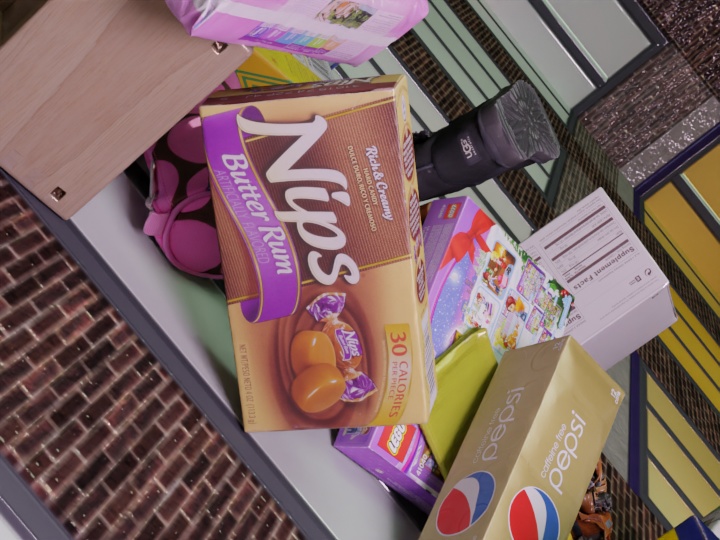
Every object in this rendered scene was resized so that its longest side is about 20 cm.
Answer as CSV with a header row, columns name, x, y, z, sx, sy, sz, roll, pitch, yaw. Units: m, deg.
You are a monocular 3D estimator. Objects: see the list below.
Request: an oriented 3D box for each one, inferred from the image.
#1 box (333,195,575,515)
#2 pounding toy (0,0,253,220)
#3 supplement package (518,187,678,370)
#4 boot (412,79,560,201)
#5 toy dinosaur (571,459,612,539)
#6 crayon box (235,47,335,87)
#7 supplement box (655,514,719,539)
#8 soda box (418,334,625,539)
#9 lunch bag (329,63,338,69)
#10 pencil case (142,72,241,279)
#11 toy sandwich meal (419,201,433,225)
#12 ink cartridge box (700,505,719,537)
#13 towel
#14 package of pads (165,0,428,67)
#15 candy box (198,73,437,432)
name,x,y,z,sx,sy,sz,roll,pitch,yaw
box,0.072,0.068,1.015,0.137,0.039,0.201,40,61,-33
pounding toy,-0.133,-0.153,0.886,0.142,0.184,0.201,43,19,-26
supplement package,0.205,0.032,1.362,0.111,0.155,0.200,56,6,18
boot,0.042,-0.074,1.097,0.066,0.199,0.165,66,23,4
toy dinosaur,0.164,0.177,1.191,0.136,0.102,0.200,59,-6,-29
crayon box,-0.094,-0.183,1.174,0.200,0.051,0.128,38,22,-40
supplement box,0.145,0.248,0.771,0.109,0.200,0.110,40,21,-29
soda box,0.100,0.140,0.925,0.064,0.067,0.201,43,54,-21
lunch bag,-0.072,-0.275,1.314,0.200,0.160,0.083,41,21,-29
pencil case,-0.117,-0.090,0.978,0.093,0.091,0.201,-1,42,-21
toy sandwich meal,0.061,0.046,1.119,0.205,0.070,0.207,33,52,-56
ink cartridge box,0.249,0.258,1.103,0.085,0.146,0.200,54,17,13
towel,0.096,0.145,0.992,0.086,0.018,0.201,-38,111,-39
package of pads,-0.050,-0.185,0.799,0.200,0.075,0.121,-7,66,-62
candy box,-0.022,-0.009,0.847,0.057,0.115,0.202,-63,149,-71
